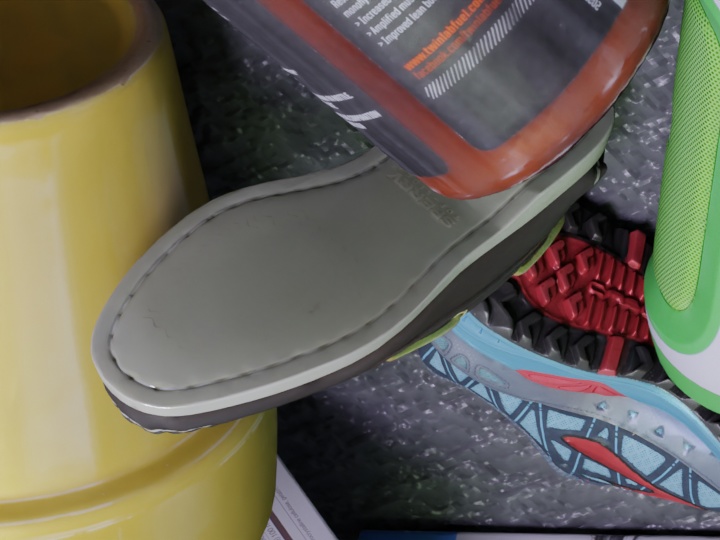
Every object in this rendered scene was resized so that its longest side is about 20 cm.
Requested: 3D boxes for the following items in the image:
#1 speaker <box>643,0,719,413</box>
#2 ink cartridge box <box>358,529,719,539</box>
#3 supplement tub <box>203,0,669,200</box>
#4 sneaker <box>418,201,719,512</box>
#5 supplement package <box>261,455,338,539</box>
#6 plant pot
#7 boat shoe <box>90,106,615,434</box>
[{"bbox_3d":[0.136,-0.042,0.747,0.088,0.089,0.200,8,139,8],"label":"speaker"},{"bbox_3d":[0.103,0.185,1.016,0.199,0.084,0.145,-1,136,18],"label":"ink cartridge box"},{"bbox_3d":[-0.010,-0.117,0.691,0.200,0.107,0.107,39,134,-24],"label":"supplement tub"},{"bbox_3d":[0.109,0.043,0.876,0.200,0.079,0.096,31,151,-7],"label":"sneaker"},{"bbox_3d":[-0.083,0.159,0.969,0.156,0.111,0.200,51,150,29],"label":"supplement package"},{"bbox_3d":[-0.128,0.002,0.811,0.200,0.201,0.189,7,124,10],"label":"plant pot"},{"bbox_3d":[0.000,0.000,0.770,0.072,0.201,0.061,46,151,22],"label":"boat shoe"}]
